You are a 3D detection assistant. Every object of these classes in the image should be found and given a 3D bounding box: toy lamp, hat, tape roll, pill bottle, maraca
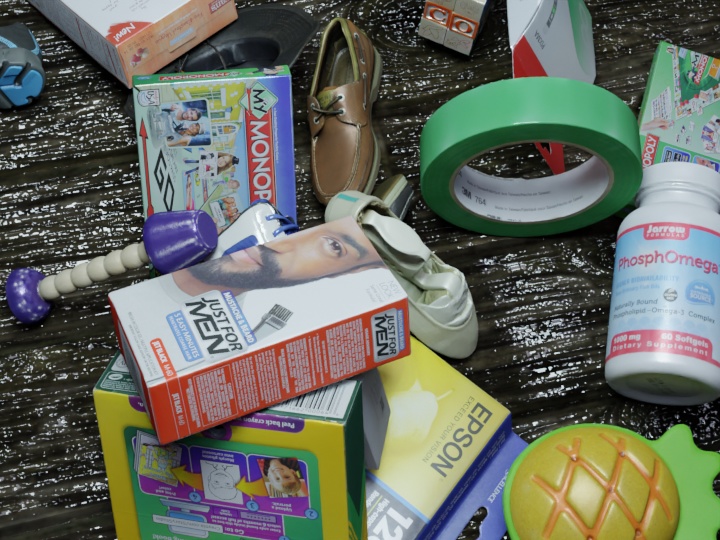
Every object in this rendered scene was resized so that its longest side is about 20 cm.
[{"bbox_3d":[-0.211,-0.006,1.115,0.198,0.058,0.059,-16,62,24],"label":"toy lamp"},{"bbox_3d":[-0.118,-0.166,1.228,0.198,0.082,0.202,-17,33,11],"label":"hat"},{"bbox_3d":[0.151,-0.097,1.171,0.197,0.201,0.049,2,64,-5],"label":"tape roll"},{"bbox_3d":[0.280,0.011,1.174,0.107,0.109,0.203,10,70,-1],"label":"pill bottle"},{"bbox_3d":[0.216,0.193,1.092,0.197,0.107,0.139,-6,72,-9],"label":"maraca"}]

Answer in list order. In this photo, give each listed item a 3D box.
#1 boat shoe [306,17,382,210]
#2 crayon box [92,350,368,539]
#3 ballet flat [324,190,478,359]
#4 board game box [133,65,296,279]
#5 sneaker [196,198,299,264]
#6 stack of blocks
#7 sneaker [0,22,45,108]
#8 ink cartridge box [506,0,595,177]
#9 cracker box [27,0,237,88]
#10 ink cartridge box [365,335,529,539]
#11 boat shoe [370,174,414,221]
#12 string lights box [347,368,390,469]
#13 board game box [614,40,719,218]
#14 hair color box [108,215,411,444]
[{"bbox_3d":[-0.024,-0.148,1.239,0.071,0.068,0.202,-13,56,21],"label":"boat shoe"},{"bbox_3d":[-0.097,0.158,1.016,0.197,0.174,0.059,6,34,13],"label":"crayon box"},{"bbox_3d":[0.049,0.005,1.136,0.200,0.069,0.070,43,63,-22],"label":"ballet flat"},{"bbox_3d":[-0.124,-0.073,1.141,0.133,0.203,0.029,-5,26,-8],"label":"board game box"},{"bbox_3d":[-0.062,0.002,1.086,0.197,0.080,0.117,8,82,23],"label":"sneaker"},{"bbox_3d":[0.122,-0.320,1.321,0.058,0.115,0.202,22,65,5],"label":"stack of blocks"},{"bbox_3d":[-0.401,-0.192,1.240,0.197,0.074,0.083,-4,48,-14],"label":"sneaker"},{"bbox_3d":[0.186,-0.201,1.249,0.049,0.161,0.203,-13,61,22],"label":"ink cartridge box"},{"bbox_3d":[-0.232,-0.277,1.267,0.133,0.058,0.200,-37,57,-21],"label":"cracker box"},{"bbox_3d":[0.037,0.172,1.119,0.199,0.047,0.198,35,66,13],"label":"ink cartridge box"},{"bbox_3d":[0.000,0.000,1.188,0.066,0.072,0.202,41,57,-14],"label":"boat shoe"},{"bbox_3d":[-0.082,0.105,1.069,0.197,0.103,0.060,4,55,16],"label":"string lights box"},{"bbox_3d":[0.339,-0.124,1.299,0.133,0.029,0.202,18,64,4],"label":"board game box"},{"bbox_3d":[-0.074,0.040,0.966,0.198,0.065,0.111,-18,42,-17],"label":"hair color box"}]
